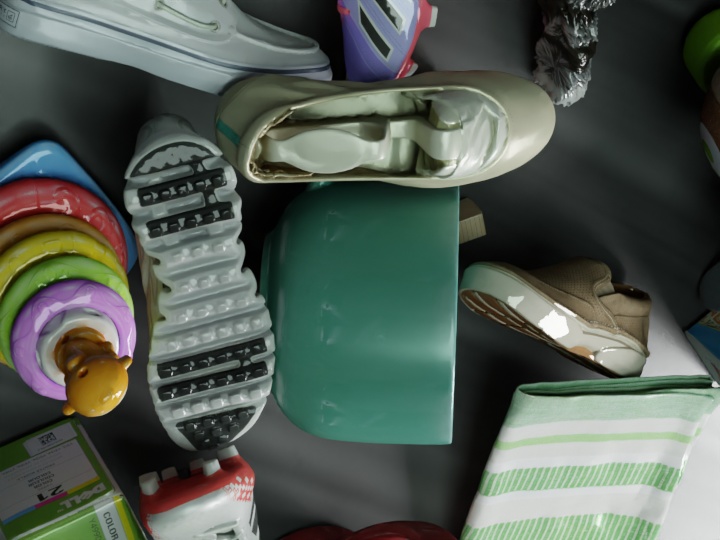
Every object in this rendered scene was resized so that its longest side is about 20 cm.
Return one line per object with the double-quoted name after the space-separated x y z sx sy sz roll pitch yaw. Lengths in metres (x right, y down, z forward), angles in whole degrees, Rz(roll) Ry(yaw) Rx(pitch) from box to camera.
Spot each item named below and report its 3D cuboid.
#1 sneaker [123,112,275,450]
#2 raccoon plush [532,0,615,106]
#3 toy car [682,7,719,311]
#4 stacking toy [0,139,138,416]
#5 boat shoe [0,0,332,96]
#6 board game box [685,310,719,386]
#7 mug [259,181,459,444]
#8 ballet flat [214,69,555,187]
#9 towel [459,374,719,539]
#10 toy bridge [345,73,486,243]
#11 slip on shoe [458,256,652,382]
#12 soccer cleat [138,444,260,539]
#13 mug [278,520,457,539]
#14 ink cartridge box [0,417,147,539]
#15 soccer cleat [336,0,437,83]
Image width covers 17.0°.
-0.093 0.006 1.362 0.075 0.081 0.201 -9 115 -10 "sneaker"
0.157 -0.209 1.438 0.134 0.097 0.201 -29 153 -24 "raccoon plush"
0.263 -0.034 1.512 0.157 0.165 0.201 5 125 -22 "toy car"
-0.161 0.026 1.315 0.116 0.200 0.110 -38 123 -2 "stacking toy"
-0.100 -0.143 1.337 0.199 0.074 0.067 10 110 -27 "boat shoe"
0.335 0.030 1.571 0.200 0.148 0.064 -39 126 -3 "board game box"
0.000 0.009 1.420 0.114 0.186 0.152 1 154 2 "mug"
0.020 -0.073 1.326 0.199 0.070 0.070 -3 115 -14 "ballet flat"
0.144 0.147 1.581 0.152 0.023 0.201 -2 134 -22 "towel"
0.027 -0.095 1.445 0.067 0.027 0.201 -19 120 -12 "toy bridge"
0.128 0.018 1.495 0.200 0.076 0.061 27 85 -52 "slip on shoe"
-0.087 0.153 1.419 0.068 0.200 0.086 -18 84 -3 "soccer cleat"
0.017 0.238 1.497 0.133 0.200 0.178 38 95 -32 "mug"
-0.151 0.200 1.403 0.075 0.200 0.149 -23 121 -12 "ink cartridge box"
0.008 -0.193 1.337 0.076 0.067 0.201 4 114 -21 "soccer cleat"
